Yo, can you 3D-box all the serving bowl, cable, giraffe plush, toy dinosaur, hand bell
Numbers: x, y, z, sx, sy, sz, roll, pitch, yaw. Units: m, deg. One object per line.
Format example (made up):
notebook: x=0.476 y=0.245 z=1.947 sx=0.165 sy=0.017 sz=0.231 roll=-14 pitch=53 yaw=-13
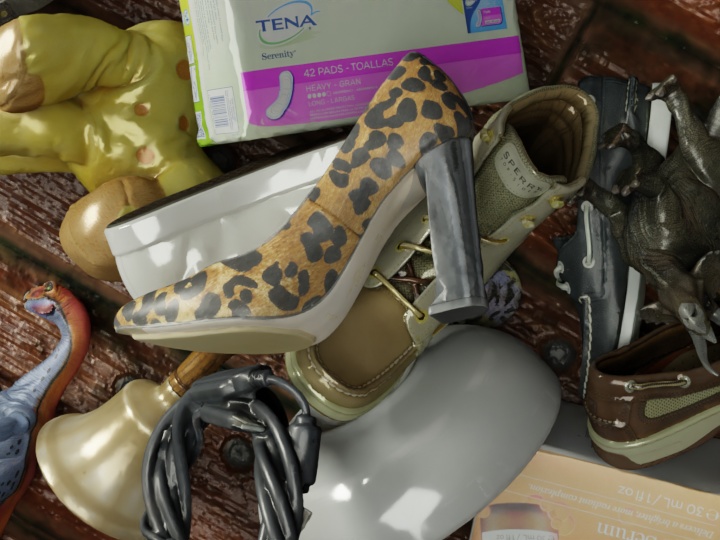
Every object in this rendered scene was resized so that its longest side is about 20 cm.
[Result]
serving bowl: x=0.017 y=0.093 z=1.049 sx=0.199 sy=0.200 sz=0.066 roll=-29 pitch=108 yaw=16
cable: x=-0.073 y=0.137 z=1.010 sx=0.051 sy=0.200 sz=0.164 roll=-3 pitch=83 yaw=-29
giraffe plush: x=-0.136 y=-0.058 z=1.063 sx=0.199 sy=0.173 sz=0.163 roll=-16 pitch=80 yaw=-16
toy dinosaur: x=-0.235 y=0.099 z=1.192 sx=0.181 sy=0.105 sz=0.200 roll=-35 pitch=131 yaw=4
toy dinosaur: x=0.181 y=-0.042 z=1.008 sx=0.102 sy=0.201 sz=0.077 roll=43 pitch=141 yaw=-21
hand bell: x=-0.106 y=0.064 z=1.111 sx=0.104 sy=0.104 sz=0.200 roll=41 pitch=113 yaw=1

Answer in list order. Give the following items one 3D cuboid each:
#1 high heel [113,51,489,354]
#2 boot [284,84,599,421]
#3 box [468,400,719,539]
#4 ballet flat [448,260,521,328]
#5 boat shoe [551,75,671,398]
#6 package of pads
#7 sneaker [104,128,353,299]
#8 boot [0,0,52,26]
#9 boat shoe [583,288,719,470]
high heel: x=-0.035 y=-0.034 z=0.933 sx=0.199 sy=0.071 sz=0.143 roll=-8 pitch=75 yaw=8
boot: x=0.047 y=-0.014 z=0.981 sx=0.072 sy=0.200 sz=0.155 roll=44 pitch=136 yaw=-3
box: x=0.139 y=0.196 z=1.101 sx=0.151 sy=0.106 sz=0.201 roll=13 pitch=104 yaw=8
ballet flat: x=0.000 y=0.000 z=1.106 sx=0.199 sy=0.072 sz=0.072 roll=16 pitch=105 yaw=7
boat shoe: x=0.145 y=-0.017 z=1.075 sx=0.060 sy=0.076 sz=0.201 roll=9 pitch=92 yaw=9
package of pads: x=-0.006 y=-0.161 z=1.016 sx=0.199 sy=0.068 sz=0.155 roll=-12 pitch=96 yaw=-28
sneaker: x=-0.035 y=-0.023 z=0.989 sx=0.199 sy=0.073 sz=0.085 roll=-22 pitch=98 yaw=-4
boot: x=-0.286 y=-0.160 z=1.121 sx=0.174 sy=0.069 sz=0.200 roll=-45 pitch=48 yaw=-7
boat shoe: x=0.220 y=0.041 z=1.030 sx=0.202 sy=0.075 sz=0.075 roll=-27 pitch=121 yaw=-15
